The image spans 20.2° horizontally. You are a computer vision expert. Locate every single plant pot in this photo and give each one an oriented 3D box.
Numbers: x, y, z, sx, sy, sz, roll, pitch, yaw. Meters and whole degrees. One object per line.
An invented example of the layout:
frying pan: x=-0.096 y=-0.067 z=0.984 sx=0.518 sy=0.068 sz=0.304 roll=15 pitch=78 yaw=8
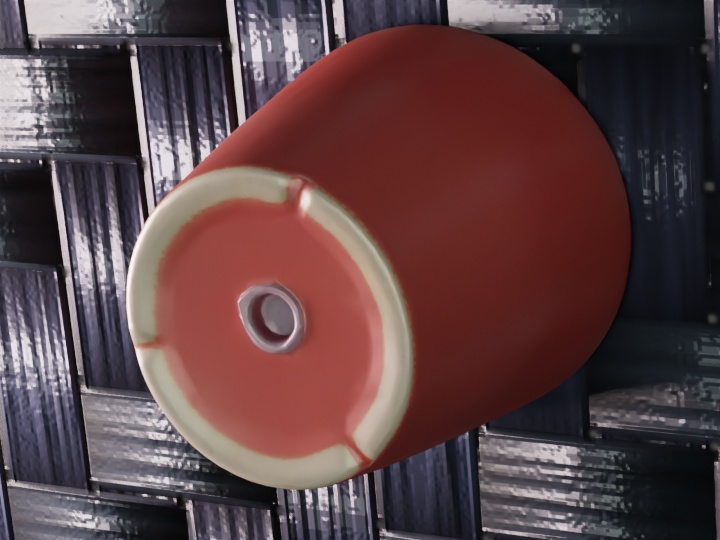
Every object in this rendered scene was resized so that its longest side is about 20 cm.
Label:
plant pot: x=0.000 y=0.000 z=0.908 sx=0.199 sy=0.177 sz=0.202 roll=9 pitch=110 yaw=26
